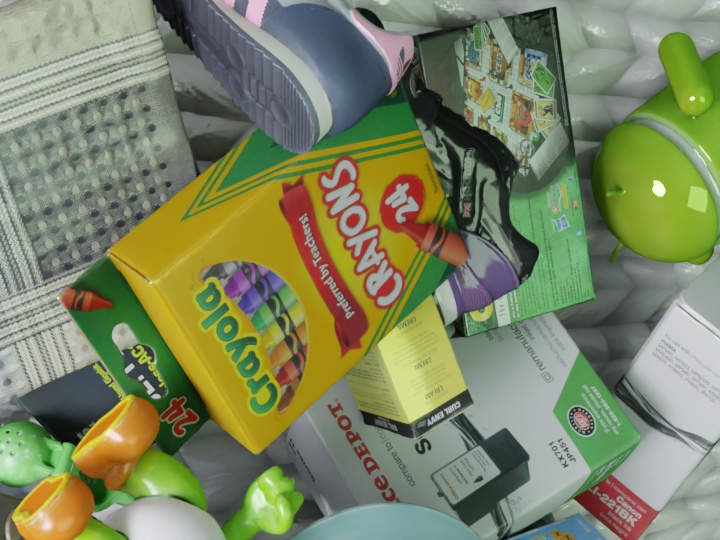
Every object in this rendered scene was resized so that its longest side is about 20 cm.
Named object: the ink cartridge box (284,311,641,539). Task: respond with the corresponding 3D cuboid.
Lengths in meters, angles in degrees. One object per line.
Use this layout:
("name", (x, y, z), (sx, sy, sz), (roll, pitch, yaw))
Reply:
("ink cartridge box", (0.067, 0.117, 0.820), (0.199, 0.147, 0.083), (-27, 160, -21))

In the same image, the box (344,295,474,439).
("box", (0.000, 0.000, 0.727), (0.050, 0.075, 0.202), (-27, 101, -22))

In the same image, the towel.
("towel", (-0.171, -0.030, 0.581), (0.198, 0.034, 0.195), (-24, 121, -21))

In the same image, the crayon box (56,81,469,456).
("crayon box", (-0.041, 0.002, 0.617), (0.200, 0.051, 0.128), (-42, 130, -19))

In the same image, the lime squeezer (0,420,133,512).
("lime squeezer", (-0.171, 0.118, 0.667), (0.198, 0.038, 0.071), (20, 134, -15))

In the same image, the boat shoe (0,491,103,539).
("boat shoe", (-0.173, 0.167, 0.661), (0.198, 0.074, 0.077), (21, 80, -16))

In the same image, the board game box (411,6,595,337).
("board game box", (0.096, -0.065, 0.794), (0.104, 0.023, 0.203), (-14, 103, -20))

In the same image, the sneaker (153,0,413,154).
("sneaker", (-0.054, -0.147, 0.598), (0.082, 0.201, 0.070), (-31, 161, -22))

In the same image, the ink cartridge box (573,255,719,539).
("ink cartridge box", (0.251, 0.092, 0.915), (0.144, 0.083, 0.201), (-31, 152, -48))

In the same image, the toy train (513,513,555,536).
("toy train", (0.064, 0.207, 0.919), (0.200, 0.085, 0.114), (-43, 120, -10))

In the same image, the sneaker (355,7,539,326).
("sneaker", (0.048, -0.073, 0.739), (0.087, 0.076, 0.202), (-23, 105, -7))

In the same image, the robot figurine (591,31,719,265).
("robot figurine", (0.256, -0.085, 0.879), (0.199, 0.116, 0.176), (-35, 140, -15))

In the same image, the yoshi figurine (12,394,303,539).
("yoshi figurine", (-0.067, 0.159, 0.584), (0.112, 0.112, 0.200), (-40, 102, 4))

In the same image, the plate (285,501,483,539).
("plate", (0.008, 0.233, 0.684), (0.198, 0.026, 0.203), (-4, 102, -22))

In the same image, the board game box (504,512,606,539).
("board game box", (0.083, 0.249, 0.833), (0.199, 0.037, 0.152), (5, 124, -57))

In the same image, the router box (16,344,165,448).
("router box", (-0.151, 0.006, 0.677), (0.150, 0.062, 0.201), (-41, 129, -10))
